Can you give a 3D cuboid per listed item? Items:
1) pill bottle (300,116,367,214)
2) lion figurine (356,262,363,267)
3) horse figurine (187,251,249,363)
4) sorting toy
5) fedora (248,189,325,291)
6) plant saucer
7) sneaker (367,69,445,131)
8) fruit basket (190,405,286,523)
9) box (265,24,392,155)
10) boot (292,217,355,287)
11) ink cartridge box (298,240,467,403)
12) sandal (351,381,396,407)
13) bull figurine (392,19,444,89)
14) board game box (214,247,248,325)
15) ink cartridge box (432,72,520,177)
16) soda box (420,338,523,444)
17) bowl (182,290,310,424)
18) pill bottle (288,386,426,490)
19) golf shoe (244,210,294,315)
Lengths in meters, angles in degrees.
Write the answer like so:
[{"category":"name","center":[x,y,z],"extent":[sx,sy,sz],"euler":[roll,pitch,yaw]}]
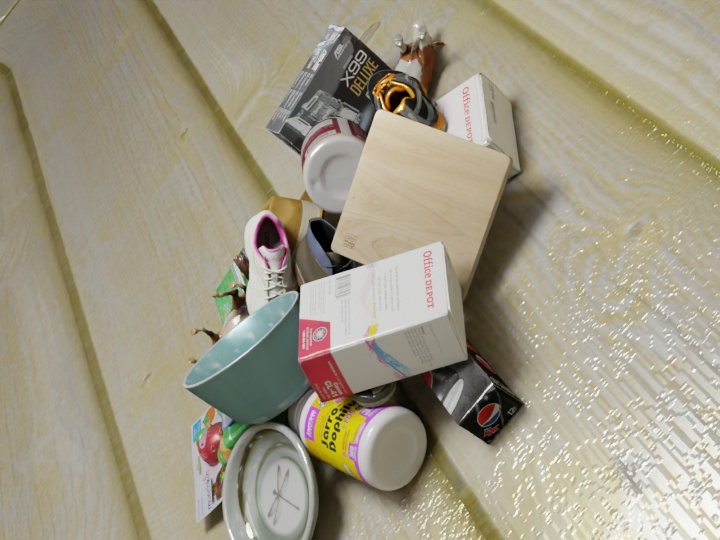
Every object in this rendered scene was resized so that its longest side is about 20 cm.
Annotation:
[{"category":"pill bottle","center":[-0.033,-0.163,1.716],"extent":[0.114,0.114,0.200],"euler":[-47,15,11]},{"category":"lion figurine","center":[0.000,0.000,1.667],"extent":[0.123,0.071,0.201],"euler":[-59,37,29]},{"category":"horse figurine","center":[-0.196,0.076,1.749],"extent":[0.050,0.132,0.202],"euler":[31,95,29]},{"category":"sorting toy","center":[0.088,-0.086,1.539],"extent":[0.197,0.069,0.202],"euler":[22,98,20]},{"category":"fedora","center":[-0.123,-0.047,1.791],"extent":[0.201,0.081,0.203],"euler":[-54,25,40]},{"category":"plant saucer","center":[-0.110,0.305,1.542],"extent":[0.198,0.050,0.204],"euler":[-9,78,48]},{"category":"sneaker","center":[0.054,-0.249,1.655],"extent":[0.079,0.077,0.200],"euler":[-50,36,7]},{"category":"fruit basket","center":[-0.196,0.240,1.686],"extent":[0.199,0.093,0.187],"euler":[-40,38,25]},{"category":"box","center":[-0.037,-0.265,1.845],"extent":[0.202,0.157,0.050],"euler":[-57,36,-5]},{"category":"boot","center":[-0.037,0.020,1.609],"extent":[0.201,0.074,0.098],"euler":[55,150,32]},{"category":"ink cartridge box","center":[0.027,0.063,1.430],"extent":[0.197,0.086,0.149],"euler":[-16,36,12]},{"category":"sandal","center":[0.011,0.118,1.499],"extent":[0.079,0.058,0.202],"euler":[-21,33,11]},{"category":"bull figurine","center":[0.078,-0.313,1.804],"extent":[0.064,0.121,0.203],"euler":[11,76,18]},{"category":"board game box","center":[-0.187,0.062,1.858],"extent":[0.105,0.023,0.201],"euler":[-56,34,23]},{"category":"ink cartridge box","center":[0.124,-0.166,1.646],"extent":[0.199,0.084,0.148],"euler":[-32,42,31]},{"category":"soda box","center":[0.118,0.125,1.441],"extent":[0.071,0.063,0.200],"euler":[-49,36,8]},{"category":"bowl","center":[-0.133,0.132,1.558],"extent":[0.199,0.106,0.201],"euler":[-36,11,8]},{"category":"pill bottle","center":[-0.011,0.208,1.489],"extent":[0.199,0.104,0.106],"euler":[13,72,52]},{"category":"golf shoe","center":[-0.132,0.010,1.672],"extent":[0.092,0.074,0.204],"euler":[136,124,-76]}]
